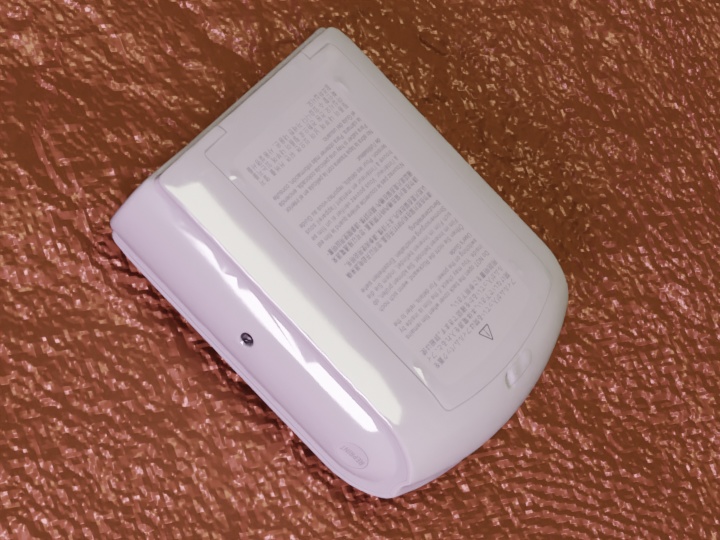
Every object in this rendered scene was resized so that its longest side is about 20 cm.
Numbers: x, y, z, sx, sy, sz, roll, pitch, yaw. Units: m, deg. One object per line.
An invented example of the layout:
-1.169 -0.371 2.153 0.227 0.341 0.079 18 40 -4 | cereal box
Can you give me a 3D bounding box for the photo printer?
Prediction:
0.000 0.000 1.201 0.200 0.069 0.166 45 50 -1 | photo printer
